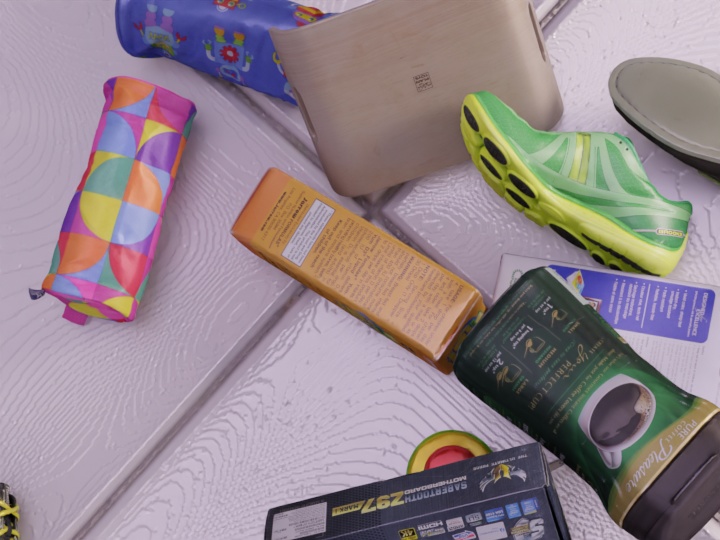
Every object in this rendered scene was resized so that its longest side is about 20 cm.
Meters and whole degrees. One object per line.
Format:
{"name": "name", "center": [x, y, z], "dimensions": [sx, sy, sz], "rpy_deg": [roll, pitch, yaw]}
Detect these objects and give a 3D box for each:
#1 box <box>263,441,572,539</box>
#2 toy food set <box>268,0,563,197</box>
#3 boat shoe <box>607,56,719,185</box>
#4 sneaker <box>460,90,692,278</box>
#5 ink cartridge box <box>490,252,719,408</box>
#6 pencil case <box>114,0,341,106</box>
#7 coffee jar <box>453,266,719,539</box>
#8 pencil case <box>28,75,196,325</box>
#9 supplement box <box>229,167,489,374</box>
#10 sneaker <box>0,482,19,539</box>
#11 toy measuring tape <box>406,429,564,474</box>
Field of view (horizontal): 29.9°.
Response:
{"name": "box", "center": [0.051, 0.214, 0.929], "dimensions": [0.199, 0.158, 0.051], "rpy_deg": [-14, 31, 9]}
{"name": "toy food set", "center": [0.046, -0.154, 1.041], "dimensions": [0.199, 0.061, 0.144], "rpy_deg": [-19, 116, 6]}
{"name": "boat shoe", "center": [0.274, -0.094, 0.999], "dimensions": [0.200, 0.061, 0.072], "rpy_deg": [27, 71, 18]}
{"name": "sneaker", "center": [0.160, -0.073, 1.012], "dimensions": [0.199, 0.074, 0.084], "rpy_deg": [36, 75, 0]}
{"name": "ink cartridge box", "center": [0.191, 0.050, 0.988], "dimensions": [0.199, 0.037, 0.095], "rpy_deg": [9, 77, 23]}
{"name": "pencil case", "center": [-0.103, -0.191, 1.108], "dimensions": [0.199, 0.087, 0.078], "rpy_deg": [18, 45, 17]}
{"name": "coffee jar", "center": [0.166, 0.096, 0.921], "dimensions": [0.104, 0.085, 0.200], "rpy_deg": [-46, 67, -3]}
{"name": "pencil case", "center": [-0.197, -0.055, 1.093], "dimensions": [0.088, 0.088, 0.201], "rpy_deg": [14, 79, 16]}
{"name": "supplement box", "center": [0.000, 0.000, 1.039], "dimensions": [0.199, 0.067, 0.069], "rpy_deg": [29, 84, 19]}
{"name": "sneaker", "center": [-0.298, 0.213, 1.049], "dimensions": [0.085, 0.074, 0.200], "rpy_deg": [-41, 70, 0]}
{"name": "toy measuring tape", "center": [0.100, 0.133, 0.984], "dimensions": [0.199, 0.074, 0.074], "rpy_deg": [-30, 71, -5]}
